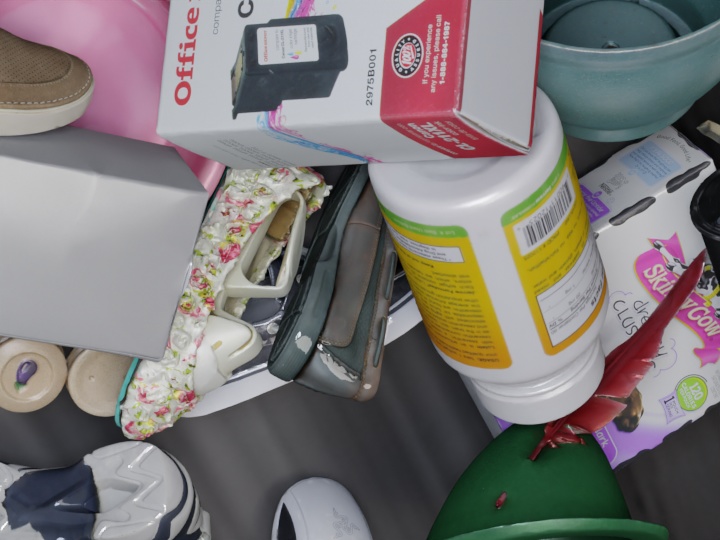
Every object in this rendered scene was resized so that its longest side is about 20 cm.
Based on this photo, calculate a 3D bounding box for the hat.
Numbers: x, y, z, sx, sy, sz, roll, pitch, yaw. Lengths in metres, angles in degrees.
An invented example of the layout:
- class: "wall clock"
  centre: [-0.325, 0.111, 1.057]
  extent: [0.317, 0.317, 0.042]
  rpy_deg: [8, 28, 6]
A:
- class: "hat"
  centre: [0.104, 0.095, 1.439]
  extent: [0.199, 0.166, 0.177]
  rpy_deg: [1, 71, -23]

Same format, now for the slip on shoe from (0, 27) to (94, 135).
- class: "slip on shoe"
  centre: [-0.226, -0.119, 1.211]
  extent: [0.199, 0.076, 0.061]
  rpy_deg: [6, 120, -31]

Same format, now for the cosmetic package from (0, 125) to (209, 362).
- class: "cosmetic package"
  centre: [-0.193, -0.026, 1.254]
  extent: [0.199, 0.090, 0.107]
  rpy_deg: [11, 108, -27]

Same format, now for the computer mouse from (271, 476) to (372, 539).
- class: "computer mouse"
  centre: [-0.019, 0.232, 1.477]
  extent: [0.109, 0.044, 0.202]
  rpy_deg: [1, 82, -32]

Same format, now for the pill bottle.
- class: "pill bottle"
  centre: [0.081, -0.006, 1.333]
  extent: [0.111, 0.111, 0.201]
  rpy_deg: [-28, 133, -7]

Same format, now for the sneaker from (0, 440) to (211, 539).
- class: "sneaker"
  centre: [-0.182, 0.160, 1.416]
  extent: [0.198, 0.080, 0.130]
  rpy_deg: [-16, 153, 13]

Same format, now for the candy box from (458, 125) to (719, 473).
- class: "candy box"
  centre: [0.159, 0.031, 1.492]
  extent: [0.199, 0.072, 0.168]
  rpy_deg: [-32, 120, -4]

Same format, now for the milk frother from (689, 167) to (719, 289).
- class: "milk frother"
  centre: [0.330, 0.015, 1.410]
  extent: [0.180, 0.199, 0.189]
  rpy_deg: [-39, 122, -29]

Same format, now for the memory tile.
- class: "memory tile"
  centre: [-0.206, 0.008, 1.320]
  extent: [0.199, 0.017, 0.154]
  rpy_deg: [6, 110, -23]

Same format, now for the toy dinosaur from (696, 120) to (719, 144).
- class: "toy dinosaur"
  centre: [0.282, -0.042, 1.512]
  extent: [0.088, 0.047, 0.201]
  rpy_deg: [-40, 129, -17]

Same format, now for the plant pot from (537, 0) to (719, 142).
- class: "plant pot"
  centre: [0.145, -0.160, 1.351]
  extent: [0.199, 0.201, 0.135]
  rpy_deg: [-22, 145, -10]

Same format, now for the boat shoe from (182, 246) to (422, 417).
- class: "boat shoe"
  centre: [-0.038, 0.019, 1.418]
  extent: [0.199, 0.072, 0.068]
  rpy_deg: [-23, 120, -2]

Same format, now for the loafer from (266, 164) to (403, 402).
- class: "loafer"
  centre: [0.000, 0.000, 1.358]
  extent: [0.063, 0.201, 0.072]
  rpy_deg: [28, 135, -8]

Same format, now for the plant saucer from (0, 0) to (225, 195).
- class: "plant saucer"
  centre: [-0.172, -0.093, 1.327]
  extent: [0.199, 0.051, 0.202]
  rpy_deg: [-8, 115, -18]

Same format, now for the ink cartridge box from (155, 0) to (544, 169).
- class: "ink cartridge box"
  centre: [-0.006, -0.136, 1.249]
  extent: [0.083, 0.199, 0.147]
  rpy_deg: [19, 73, -54]

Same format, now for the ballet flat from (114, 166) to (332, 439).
- class: "ballet flat"
  centre: [-0.077, 0.013, 1.353]
  extent: [0.076, 0.064, 0.201]
  rpy_deg: [63, 49, -68]
